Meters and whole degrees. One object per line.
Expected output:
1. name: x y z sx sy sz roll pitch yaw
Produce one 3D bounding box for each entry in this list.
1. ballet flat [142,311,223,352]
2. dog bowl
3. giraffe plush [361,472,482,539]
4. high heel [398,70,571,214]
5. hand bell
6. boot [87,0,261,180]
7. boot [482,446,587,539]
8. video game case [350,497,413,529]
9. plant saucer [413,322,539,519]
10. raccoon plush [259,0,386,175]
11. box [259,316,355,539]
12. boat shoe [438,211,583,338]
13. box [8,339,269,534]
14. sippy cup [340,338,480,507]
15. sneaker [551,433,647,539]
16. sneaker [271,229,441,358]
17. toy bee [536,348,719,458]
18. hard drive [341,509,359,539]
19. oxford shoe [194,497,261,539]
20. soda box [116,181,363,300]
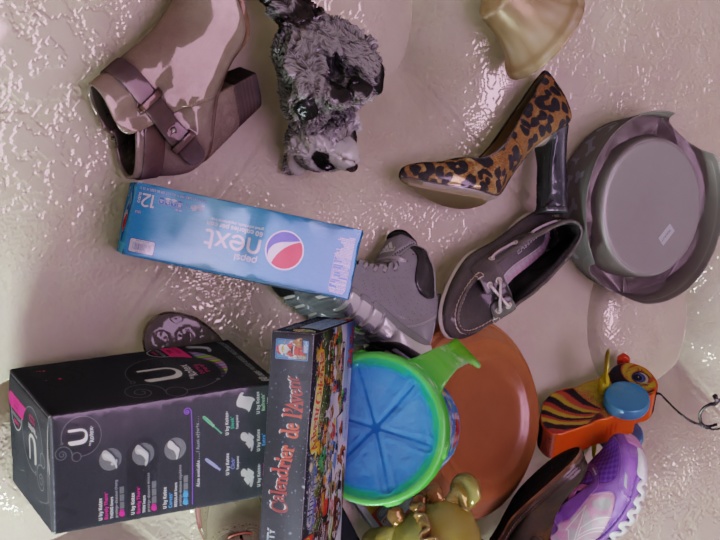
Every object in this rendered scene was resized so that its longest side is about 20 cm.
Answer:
1. ballet flat: -0.121 0.102 1.653 0.200 0.046 0.067 39 89 -27
2. dog bowl: 0.288 -0.067 1.912 0.199 0.059 0.201 -6 100 -35
3. giraffe plush: 0.085 0.289 1.728 0.172 0.200 0.162 -25 70 -19
4. high heel: 0.119 -0.133 1.787 0.199 0.071 0.143 5 81 -32
5. hand bell: 0.109 -0.284 1.750 0.200 0.104 0.104 40 73 -21
6. boot: -0.166 -0.179 1.564 0.146 0.070 0.201 -28 111 -28
7. boot: 0.178 0.268 1.814 0.097 0.075 0.200 39 109 -3
8. video game case: 0.039 0.175 1.788 0.143 0.017 0.200 -46 120 -22
9. plant saucer: 0.111 0.146 1.804 0.200 0.037 0.201 2 88 -43
10. raccoon plush: -0.046 -0.182 1.663 0.096 0.134 0.201 -10 70 -19
11. box: -0.044 0.144 1.549 0.137 0.038 0.201 -16 110 -76
12. boat shoe: 0.147 0.000 1.792 0.200 0.057 0.067 -42 121 -40
13. box: -0.180 0.134 1.537 0.199 0.122 0.107 -8 108 -26
14. sippy cup: 0.030 0.142 1.672 0.130 0.177 0.140 13 67 -72
15. sneaker: 0.214 0.244 1.858 0.088 0.081 0.201 19 118 -20
16. sneaker: 0.000 0.000 1.715 0.200 0.075 0.116 37 60 -32
17. toy bee: 0.265 0.139 1.911 0.199 0.109 0.131 10 122 -27
18. hard drive: -0.017 0.316 1.715 0.201 0.033 0.140 65 26 -23
19. oxford shoe: -0.103 0.253 1.654 0.070 0.075 0.201 -11 101 -16
20. soda box: -0.104 -0.025 1.583 0.199 0.068 0.064 13 90 -12
